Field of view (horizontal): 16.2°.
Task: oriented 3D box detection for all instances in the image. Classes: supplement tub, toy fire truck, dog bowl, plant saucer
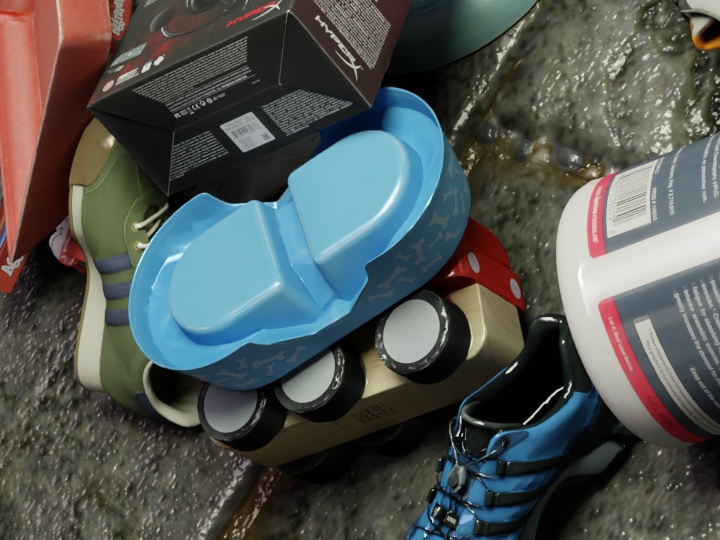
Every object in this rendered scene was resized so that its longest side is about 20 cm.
[{"bbox_3d":[0.208,-0.006,1.218,0.199,0.140,0.141,-21,53,27],"label":"supplement tub"},{"bbox_3d":[0.000,0.000,1.407,0.175,0.129,0.201,-22,62,25],"label":"toy fire truck"},{"bbox_3d":[-0.028,-0.011,1.328,0.200,0.050,0.112,-34,46,16],"label":"dog bowl"},{"bbox_3d":[0.045,-0.215,1.552,0.199,0.027,0.201,-19,53,27],"label":"plant saucer"},{"bbox_3d":[-0.178,-0.140,1.454,0.200,0.037,0.201,111,155,-50],"label":"plant saucer"}]

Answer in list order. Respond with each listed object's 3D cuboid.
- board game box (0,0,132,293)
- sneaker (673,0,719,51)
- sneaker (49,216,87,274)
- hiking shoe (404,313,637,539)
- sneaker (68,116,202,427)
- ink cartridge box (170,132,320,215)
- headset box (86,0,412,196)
[{"bbox_3d":[-0.186,-0.092,1.575,0.103,0.019,0.200,-90,24,-55],"label":"board game box"},{"bbox_3d":[0.193,-0.171,1.382,0.079,0.074,0.200,-44,46,14],"label":"sneaker"},{"bbox_3d":[-0.134,-0.054,1.517,0.201,0.067,0.108,158,124,-67],"label":"sneaker"},{"bbox_3d":[0.059,0.107,1.283,0.074,0.087,0.200,21,67,45],"label":"hiking shoe"},{"bbox_3d":[-0.114,0.006,1.451,0.090,0.201,0.067,29,43,28],"label":"sneaker"},{"bbox_3d":[-0.066,-0.109,1.554,0.200,0.057,0.163,-60,36,35],"label":"ink cartridge box"},{"bbox_3d":[-0.045,-0.152,1.387,0.148,0.077,0.200,-20,35,36],"label":"headset box"}]
